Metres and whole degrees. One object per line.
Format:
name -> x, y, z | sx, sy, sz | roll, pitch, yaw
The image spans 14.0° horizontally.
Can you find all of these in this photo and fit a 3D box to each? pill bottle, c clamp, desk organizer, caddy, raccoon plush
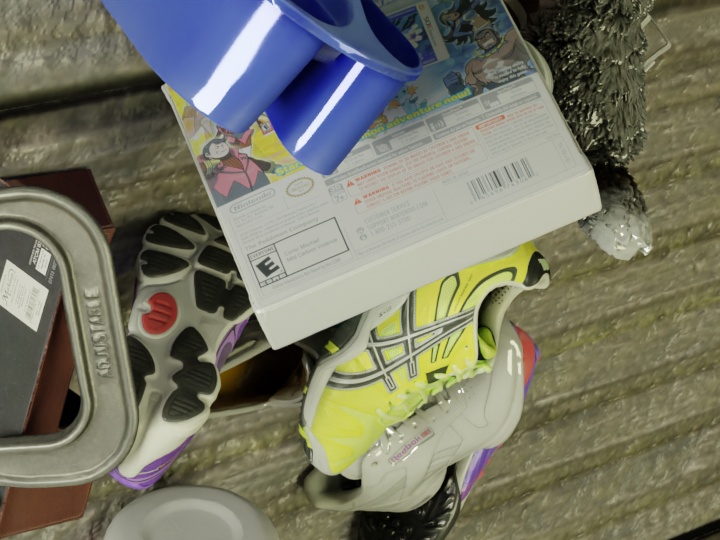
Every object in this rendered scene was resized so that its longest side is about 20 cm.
pill bottle -> -0.108, 0.241, 1.857 | 0.112, 0.112, 0.201 | -28, 137, -36
c clamp -> -0.205, 0.050, 1.583 | 0.027, 0.170, 0.201 | -66, 156, -68
desk organizer -> -0.181, 0.047, 1.648 | 0.077, 0.072, 0.201 | -11, 125, -50
caddy -> -0.050, -0.144, 1.553 | 0.141, 0.200, 0.105 | 25, 108, -41
raccoon plush -> 0.158, -0.119, 1.748 | 0.096, 0.200, 0.134 | -3, 133, -36

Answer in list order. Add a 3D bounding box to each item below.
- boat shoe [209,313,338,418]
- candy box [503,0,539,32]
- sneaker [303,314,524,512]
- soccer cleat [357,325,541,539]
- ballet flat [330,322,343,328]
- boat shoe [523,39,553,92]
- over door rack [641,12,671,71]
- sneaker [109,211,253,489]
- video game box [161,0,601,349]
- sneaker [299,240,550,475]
boat shoe -> -0.050, 0.059, 1.820 | 0.200, 0.070, 0.071 | -4, 120, -50
candy box -> 0.057, -0.171, 1.785 | 0.117, 0.056, 0.200 | -57, 147, -2
sneaker -> 0.036, 0.101, 1.919 | 0.099, 0.075, 0.200 | -4, 144, -41
soccer cleat -> 0.066, 0.129, 2.029 | 0.073, 0.068, 0.201 | 16, 102, -59
ballet flat -> 0.000, 0.000, 1.838 | 0.068, 0.067, 0.200 | -41, 157, 16
boat shoe -> 0.039, -0.083, 1.752 | 0.202, 0.075, 0.065 | -32, 170, 35
over door rack -> 0.144, -0.082, 1.911 | 0.200, 0.066, 0.148 | -58, 169, 4
sneaker -> -0.110, 0.043, 1.693 | 0.200, 0.080, 0.084 | -66, 180, -46
video game box -> 0.009, -0.070, 1.633 | 0.199, 0.183, 0.047 | -23, 145, -1
sneaker -> 0.036, 0.048, 1.786 | 0.200, 0.076, 0.075 | -55, 155, 13
